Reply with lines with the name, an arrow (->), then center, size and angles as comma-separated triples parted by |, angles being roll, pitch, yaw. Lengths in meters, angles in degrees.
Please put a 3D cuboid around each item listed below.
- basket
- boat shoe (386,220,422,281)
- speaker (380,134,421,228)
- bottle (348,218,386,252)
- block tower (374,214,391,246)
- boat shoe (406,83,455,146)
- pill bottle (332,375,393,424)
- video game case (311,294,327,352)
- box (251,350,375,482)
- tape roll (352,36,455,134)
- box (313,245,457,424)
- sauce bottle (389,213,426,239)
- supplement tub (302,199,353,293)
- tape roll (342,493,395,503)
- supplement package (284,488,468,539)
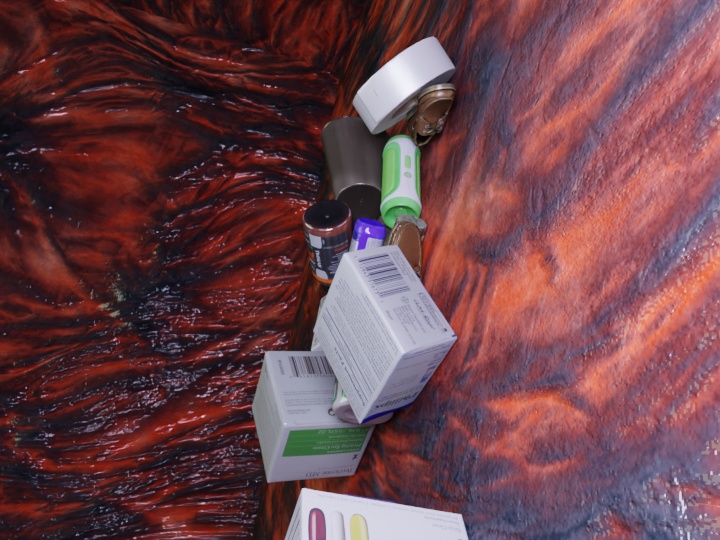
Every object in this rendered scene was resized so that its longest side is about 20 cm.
basket -> -0.002, -0.218, 1.237 | 0.136, 0.177, 0.203 | -50, 33, 42
boat shoe -> 0.081, 0.016, 0.964 | 0.068, 0.070, 0.205 | -171, 86, -71
speaker -> 0.083, -0.182, 1.138 | 0.089, 0.087, 0.203 | 117, 162, -50
bottle -> 0.000, 0.000, 1.128 | 0.084, 0.064, 0.204 | -111, 34, -76
block tower -> 0.061, -0.075, 1.204 | 0.202, 0.057, 0.055 | -94, 20, -50
boat shoe -> 0.137, -0.290, 1.055 | 0.200, 0.070, 0.070 | 154, 111, -84
pill bottle -> 0.011, 0.169, 1.034 | 0.114, 0.111, 0.203 | 120, 159, -55
video game case -> -0.030, 0.081, 1.291 | 0.199, 0.023, 0.184 | -37, 27, 28
box -> -0.103, 0.294, 1.147 | 0.201, 0.195, 0.174 | -116, 38, -48
tape roll -> 0.082, -0.350, 1.068 | 0.201, 0.071, 0.202 | -35, 3, 2
box -> 0.028, 0.099, 0.866 | 0.185, 0.103, 0.202 | 59, 143, 30
sauce bottle -> 0.067, -0.006, 1.071 | 0.065, 0.063, 0.203 | -100, 27, -63
supplement tub -> -0.060, -0.041, 1.190 | 0.108, 0.105, 0.203 | -90, -5, -48
tape roll -> 0.000, 0.455, 0.851 | 0.200, 0.083, 0.204 | -166, 90, -79
supplement package -> 0.010, 0.354, 0.618 | 0.111, 0.196, 0.158 | -101, 26, -63
